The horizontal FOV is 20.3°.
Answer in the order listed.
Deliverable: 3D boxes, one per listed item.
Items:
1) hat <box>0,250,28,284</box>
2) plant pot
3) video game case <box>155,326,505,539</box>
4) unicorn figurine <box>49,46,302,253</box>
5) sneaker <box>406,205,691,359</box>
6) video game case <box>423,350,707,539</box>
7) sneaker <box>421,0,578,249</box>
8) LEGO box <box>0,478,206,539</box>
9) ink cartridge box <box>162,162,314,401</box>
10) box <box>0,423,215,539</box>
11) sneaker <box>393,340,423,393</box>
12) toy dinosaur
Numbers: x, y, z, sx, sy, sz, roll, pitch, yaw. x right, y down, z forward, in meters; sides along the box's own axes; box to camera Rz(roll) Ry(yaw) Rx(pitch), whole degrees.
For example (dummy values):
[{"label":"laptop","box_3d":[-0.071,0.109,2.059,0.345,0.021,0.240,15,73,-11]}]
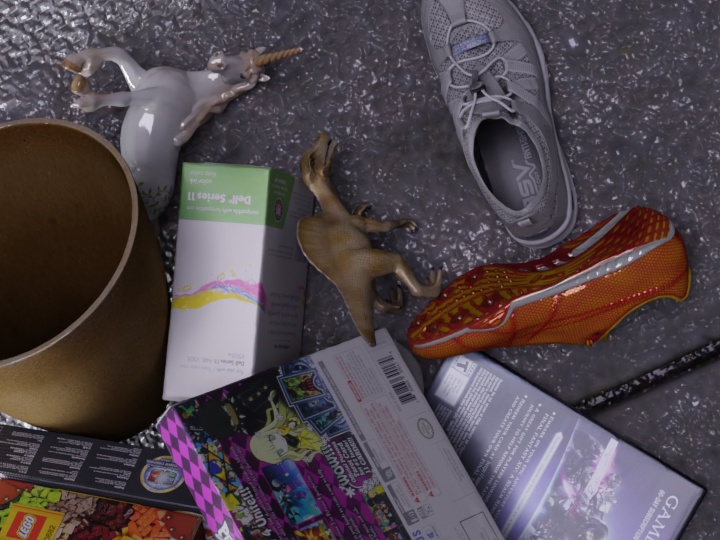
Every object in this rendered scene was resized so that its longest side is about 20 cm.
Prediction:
[{"label":"hat","box_3d":[-0.272,-0.006,1.457,0.199,0.081,0.203,-1,87,14]},{"label":"plant pot","box_3d":[-0.201,0.030,1.358,0.185,0.200,0.188,-8,58,13]},{"label":"video game case","box_3d":[-0.009,0.150,1.288,0.201,0.180,0.036,60,142,14]},{"label":"unicorn figurine","box_3d":[-0.148,-0.103,1.427,0.201,0.136,0.074,-64,34,25]},{"label":"sneaker","box_3d":[0.126,0.027,1.348,0.198,0.073,0.077,-18,120,17]},{"label":"video game case","box_3d":[0.115,0.158,1.372,0.199,0.019,0.144,31,95,14]},{"label":"sneaker","box_3d":[0.095,-0.115,1.362,0.074,0.082,0.201,-26,80,12]},{"label":"LEGO box","box_3d":[-0.174,0.241,1.354,0.148,0.201,0.077,8,47,14]},{"label":"ink cartridge box","box_3d":[-0.084,0.033,1.383,0.067,0.117,0.202,4,87,14]},{"label":"box","box_3d":[-0.152,0.185,1.378,0.198,0.161,0.044,8,47,15]},{"label":"sneaker","box_3d":[-0.018,0.138,1.375,0.077,0.082,0.201,26,63,-9]},{"label":"toy dinosaur","box_3d":[0.000,0.000,1.362,0.058,0.101,0.201,-46,41,31]}]
